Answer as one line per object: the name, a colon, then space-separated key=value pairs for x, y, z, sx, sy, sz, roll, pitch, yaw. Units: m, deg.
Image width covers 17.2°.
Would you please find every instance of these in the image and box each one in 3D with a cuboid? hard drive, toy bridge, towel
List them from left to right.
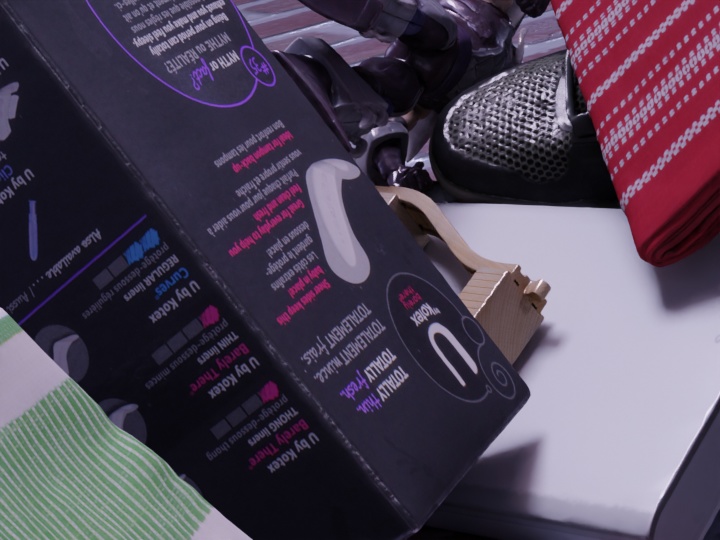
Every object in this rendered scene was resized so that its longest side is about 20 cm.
towel: x=-0.026 y=0.082 z=0.515 sx=0.023 sy=0.200 sz=0.153 roll=-53 pitch=-1 yaw=9
toy bridge: x=0.000 y=0.000 z=0.881 sx=0.199 sy=0.027 sz=0.067 roll=6 pitch=53 yaw=50
hard drive: x=0.059 y=0.033 z=0.831 sx=0.199 sy=0.026 sz=0.132 roll=4 pitch=52 yaw=48
towel: x=0.118 y=-0.117 z=0.802 sx=0.022 sy=0.201 sz=0.145 roll=15 pitch=-44 yaw=-34

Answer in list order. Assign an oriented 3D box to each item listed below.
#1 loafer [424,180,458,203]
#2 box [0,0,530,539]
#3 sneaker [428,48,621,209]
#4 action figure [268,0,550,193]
loafer: x=0.031 y=-0.002 z=1.035 sx=0.199 sy=0.072 sz=0.073 roll=-27 pitch=29 yaw=14
box: x=-0.059 y=0.007 z=0.748 sx=0.106 sy=0.200 sz=0.122 roll=-38 pitch=0 yaw=28
sneaker: x=0.111 y=-0.077 z=0.869 sx=0.198 sy=0.114 sz=0.077 roll=-6 pitch=59 yaw=20
action figure: x=0.024 y=-0.085 z=0.964 sx=0.069 sy=0.131 sz=0.200 roll=33 pitch=17 yaw=21
